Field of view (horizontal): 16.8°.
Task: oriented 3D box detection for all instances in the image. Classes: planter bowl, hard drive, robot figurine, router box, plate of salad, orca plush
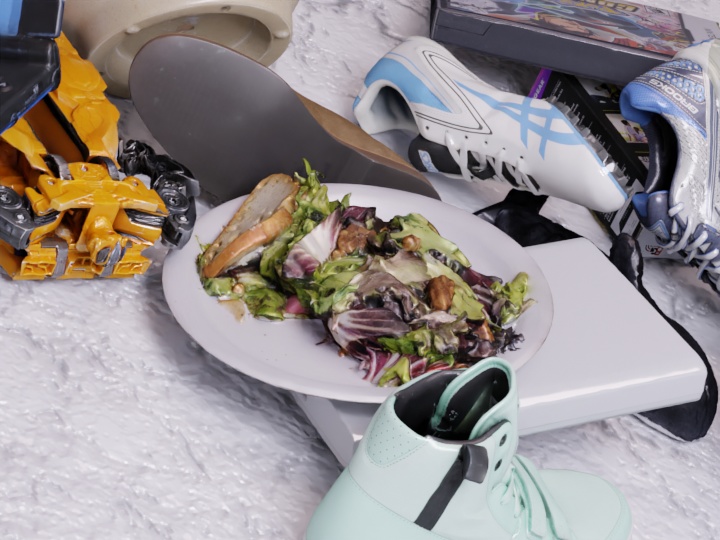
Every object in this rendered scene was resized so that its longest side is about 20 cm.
[{"bbox_3d":[-0.108,-0.179,1.364,0.199,0.200,0.136,2,66,-35],"label":"planter bowl"},{"bbox_3d":[0.058,0.039,1.242,0.198,0.026,0.132,-9,36,-24],"label":"hard drive"},{"bbox_3d":[-0.168,-0.063,1.251,0.144,0.058,0.200,0,40,-36],"label":"robot figurine"},{"bbox_3d":[0.221,-0.069,1.557,0.199,0.051,0.150,3,38,-33],"label":"router box"},{"bbox_3d":[0.000,0.000,1.224,0.198,0.048,0.201,5,32,-3],"label":"plate of salad"},{"bbox_3d":[0.144,0.004,1.376,0.104,0.071,0.201,7,37,-29],"label":"orca plush"}]

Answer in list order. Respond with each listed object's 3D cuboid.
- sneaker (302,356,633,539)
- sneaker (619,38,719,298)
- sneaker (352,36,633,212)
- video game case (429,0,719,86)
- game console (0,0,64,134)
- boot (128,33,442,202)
[{"bbox_3d":[0.073,0.097,1.143,0.199,0.119,0.074,-3,40,-41],"label":"sneaker"},{"bbox_3d":[0.201,-0.029,1.424,0.085,0.077,0.202,-18,87,-21],"label":"sneaker"},{"bbox_3d":[0.076,-0.073,1.412,0.199,0.073,0.072,30,-14,40],"label":"sneaker"},{"bbox_3d":[0.143,-0.154,1.570,0.198,0.026,0.181,13,17,-2],"label":"video game case"},{"bbox_3d":[-0.250,-0.138,1.175,0.198,0.119,0.171,6,28,18],"label":"game console"},{"bbox_3d":[-0.048,-0.074,1.343,0.199,0.074,0.076,30,15,-27],"label":"boot"}]
